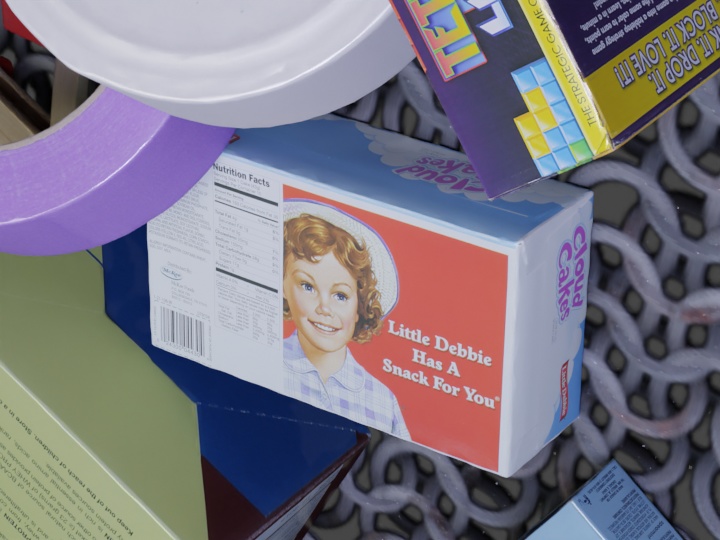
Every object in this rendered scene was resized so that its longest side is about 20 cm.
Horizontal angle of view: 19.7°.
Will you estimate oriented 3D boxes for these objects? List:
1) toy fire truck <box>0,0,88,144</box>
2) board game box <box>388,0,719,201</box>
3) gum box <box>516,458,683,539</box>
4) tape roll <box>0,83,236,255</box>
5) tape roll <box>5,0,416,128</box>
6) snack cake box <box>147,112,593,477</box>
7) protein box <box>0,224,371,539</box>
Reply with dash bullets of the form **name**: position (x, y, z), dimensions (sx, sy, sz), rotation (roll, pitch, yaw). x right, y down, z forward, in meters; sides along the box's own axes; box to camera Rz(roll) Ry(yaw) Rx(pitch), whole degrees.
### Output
- **toy fire truck**: position (-0.181, -0.076, 1.036), dimensions (0.140, 0.049, 0.201), rotation (15, 122, 32)
- **board game box**: position (0.073, -0.137, 0.698), dimensions (0.057, 0.200, 0.166), rotation (-20, 99, 40)
- **gum box**: position (0.125, 0.210, 0.951), dimensions (0.200, 0.044, 0.170), rotation (49, 133, 8)
- **tape roll**: position (-0.144, -0.111, 0.902), dimensions (0.199, 0.066, 0.202), rotation (-4, 78, 17)
- **tape roll**: position (-0.049, -0.159, 0.803), dimensions (0.201, 0.071, 0.204), rotation (-1, 85, 14)
- **snack cake box**: position (0.000, 0.000, 0.922), dimensions (0.199, 0.067, 0.116), rotation (19, 122, 30)
- **protein box**: position (-0.138, 0.105, 1.040), dimensions (0.198, 0.135, 0.200), rotation (42, 132, 12)
